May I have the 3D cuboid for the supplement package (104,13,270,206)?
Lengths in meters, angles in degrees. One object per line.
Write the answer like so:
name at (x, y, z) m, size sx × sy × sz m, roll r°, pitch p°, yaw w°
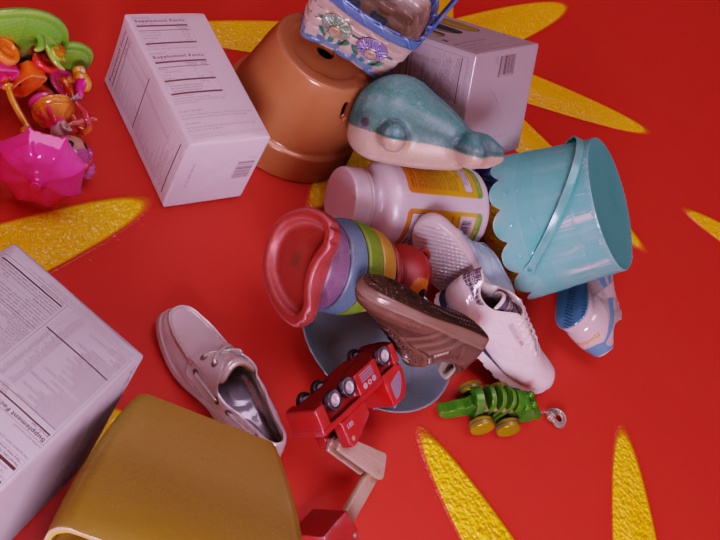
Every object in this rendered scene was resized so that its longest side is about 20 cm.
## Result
supplement package at (-0.210, -0.195, 1.138) m, size 0.108 × 0.114 × 0.202 m, roll -12°, pitch 63°, yaw -37°

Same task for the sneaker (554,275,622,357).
sneaker at (0.324, 0.035, 1.340) m, size 0.081 × 0.076 × 0.201 m, roll 45°, pitch 42°, yaw -18°

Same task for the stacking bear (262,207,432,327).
stacking bear at (0.000, 0.000, 1.071) m, size 0.198 × 0.123 × 0.113 m, roll 9°, pitch 15°, yaw -40°

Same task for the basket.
basket at (0.028, -0.339, 1.145) m, size 0.175 × 0.201 × 0.140 m, roll 27°, pitch 45°, yaw -10°

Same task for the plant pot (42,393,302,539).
plant pot at (-0.161, 0.225, 0.787) m, size 0.198 × 0.201 × 0.178 m, roll 23°, pitch 35°, yaw -15°

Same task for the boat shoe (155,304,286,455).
boat shoe at (-0.135, 0.107, 0.975) m, size 0.070 × 0.069 × 0.201 m, roll -26°, pitch 72°, yaw -42°

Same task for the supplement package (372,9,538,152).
supplement package at (0.110, -0.256, 1.311) m, size 0.199 × 0.153 × 0.151 m, roll 27°, pitch 32°, yaw 34°

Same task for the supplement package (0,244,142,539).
supplement package at (-0.310, 0.128, 0.757) m, size 0.147 × 0.192 × 0.200 m, roll 39°, pitch 43°, yaw 2°

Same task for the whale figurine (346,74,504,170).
whale figurine at (0.078, -0.177, 1.154) m, size 0.198 × 0.105 × 0.158 m, roll 19°, pitch 17°, yaw 34°

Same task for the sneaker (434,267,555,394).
sneaker at (0.182, 0.078, 1.179) m, size 0.199 × 0.080 × 0.077 m, roll 39°, pitch 29°, yaw -23°

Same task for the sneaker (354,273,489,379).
sneaker at (0.060, 0.070, 1.037) m, size 0.199 × 0.076 × 0.071 m, roll 25°, pitch 15°, yaw -38°

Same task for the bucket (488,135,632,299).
bucket at (0.269, -0.074, 1.268) m, size 0.207 × 0.133 × 0.210 m, roll 34°, pitch 49°, yaw -51°

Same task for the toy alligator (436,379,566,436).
toy alligator at (0.184, 0.162, 1.150) m, size 0.197 × 0.054 × 0.060 m, roll 8°, pitch 52°, yaw -28°

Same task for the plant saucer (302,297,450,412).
plant saucer at (0.014, 0.083, 1.115) m, size 0.199 × 0.039 × 0.203 m, roll 17°, pitch 48°, yaw -20°

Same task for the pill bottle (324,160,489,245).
pill bottle at (0.057, -0.083, 1.224) m, size 0.198 × 0.111 × 0.112 m, roll 2°, pitch 54°, yaw -32°

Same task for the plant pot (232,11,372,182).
plant pot at (-0.073, -0.236, 1.243) m, size 0.198 × 0.140 × 0.202 m, roll 17°, pitch 49°, yaw -20°

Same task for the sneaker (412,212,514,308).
sneaker at (0.132, -0.011, 1.215) m, size 0.201 × 0.073 × 0.083 m, roll 52°, pitch 38°, yaw -31°

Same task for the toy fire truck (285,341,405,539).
toy fire truck at (-0.010, 0.177, 0.971) m, size 0.200 × 0.048 × 0.143 m, roll -36°, pitch 110°, yaw -46°

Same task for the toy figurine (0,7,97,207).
toy figurine at (-0.345, -0.158, 1.040) m, size 0.199 × 0.149 × 0.186 m, roll -2°, pitch 67°, yaw -63°

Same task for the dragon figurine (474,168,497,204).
dragon figurine at (0.177, -0.135, 1.382) m, size 0.198 × 0.059 × 0.100 m, roll -1°, pitch 56°, yaw -35°
